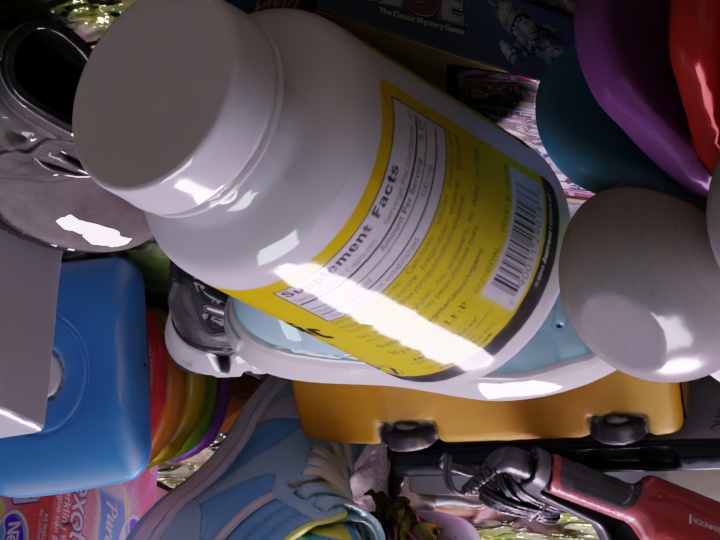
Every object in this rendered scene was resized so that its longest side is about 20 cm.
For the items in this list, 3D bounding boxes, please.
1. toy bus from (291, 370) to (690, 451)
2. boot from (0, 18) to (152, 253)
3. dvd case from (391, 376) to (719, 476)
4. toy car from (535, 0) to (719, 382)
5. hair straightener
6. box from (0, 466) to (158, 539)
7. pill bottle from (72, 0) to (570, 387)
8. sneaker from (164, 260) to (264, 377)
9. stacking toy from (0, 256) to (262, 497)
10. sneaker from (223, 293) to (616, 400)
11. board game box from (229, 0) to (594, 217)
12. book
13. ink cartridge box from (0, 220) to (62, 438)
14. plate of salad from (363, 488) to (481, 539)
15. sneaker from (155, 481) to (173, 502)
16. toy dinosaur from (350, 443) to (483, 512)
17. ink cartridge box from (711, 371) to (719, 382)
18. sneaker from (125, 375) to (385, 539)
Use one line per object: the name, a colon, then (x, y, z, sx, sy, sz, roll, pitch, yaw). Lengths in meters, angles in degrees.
toy bus: (0.064, 0.044, 1.455, 0.199, 0.065, 0.078, -3, -159, 17)
boot: (-0.115, -0.050, 1.224, 0.130, 0.068, 0.200, 13, 167, 41)
dvd case: (0.127, 0.068, 1.489, 0.199, 0.018, 0.143, -2, -162, 17)
toy car: (0.145, -0.066, 1.105, 0.150, 0.175, 0.200, 50, 142, -14)
hair straightener: (0.102, 0.119, 1.422, 0.077, 0.041, 0.199, -13, 159, 43)
box: (-0.181, 0.155, 1.631, 0.102, 0.201, 0.095, -11, 153, 31)
pill bottle: (-0.015, -0.035, 1.141, 0.111, 0.112, 0.200, -12, 153, 36)
sneaker: (0.000, 0.000, 1.382, 0.199, 0.067, 0.091, -7, 142, 4)
stacking toy: (-0.109, 0.063, 1.551, 0.109, 0.117, 0.200, -9, 169, 30)
sneaker: (0.041, 0.007, 1.305, 0.199, 0.074, 0.082, -3, 142, -10)
board game box: (0.034, -0.074, 1.233, 0.199, 0.035, 0.135, 16, 156, -28)
book: (0.117, 0.106, 1.582, 0.133, 0.048, 0.200, -1, 178, 17)
ink cartridge box: (-0.244, -0.015, 1.279, 0.145, 0.146, 0.200, -9, 155, 32)
plate of salad: (-0.031, 0.173, 1.542, 0.199, 0.200, 0.048, -13, 111, 36)
sneaker: (-0.131, 0.183, 1.708, 0.199, 0.121, 0.084, 22, 171, 29)
toy dinosaur: (-0.019, 0.109, 1.667, 0.077, 0.102, 0.200, 38, 170, 41)
ink cartridge box: (0.246, -0.003, 1.310, 0.199, 0.085, 0.146, -8, 156, 28)
sneaker: (-0.017, 0.117, 1.504, 0.130, 0.200, 0.080, 6, 134, 43)
